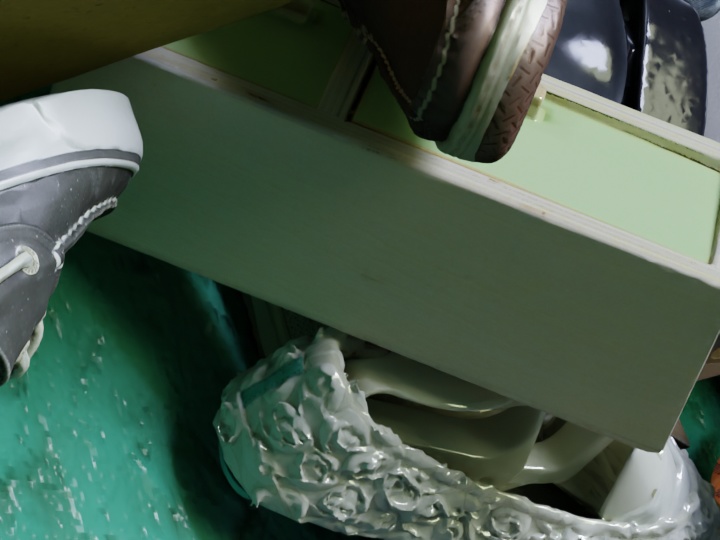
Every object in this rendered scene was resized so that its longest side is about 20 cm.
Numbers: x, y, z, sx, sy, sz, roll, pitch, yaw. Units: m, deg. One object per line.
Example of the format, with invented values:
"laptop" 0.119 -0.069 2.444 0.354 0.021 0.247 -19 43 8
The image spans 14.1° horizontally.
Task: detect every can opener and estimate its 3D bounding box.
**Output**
"can opener" 0.066 -0.112 0.954 0.078 0.063 0.201 13 67 -37

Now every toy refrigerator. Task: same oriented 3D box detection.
"toy refrigerator" 0.011 -0.028 0.847 0.199 0.070 0.076 21 35 1

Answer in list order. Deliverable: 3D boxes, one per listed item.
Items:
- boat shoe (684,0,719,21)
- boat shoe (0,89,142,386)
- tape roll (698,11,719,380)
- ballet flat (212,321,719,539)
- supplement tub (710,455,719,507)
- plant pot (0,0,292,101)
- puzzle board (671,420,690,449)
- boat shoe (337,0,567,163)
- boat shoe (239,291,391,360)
"boat shoe" 0.064 -0.140 1.045 0.071 0.091 0.201 40 24 -49
"boat shoe" -0.114 0.005 0.717 0.200 0.071 0.064 -27 93 -56
"tape roll" 0.160 -0.048 1.123 0.202 0.202 0.140 0 70 -62
"ballet flat" 0.050 0.058 0.891 0.199 0.072 0.072 13 55 -34
"supplement tub" 0.231 0.145 1.191 0.200 0.122 0.123 57 28 -20
"plant pot" -0.101 -0.148 0.733 0.200 0.193 0.196 49 29 -53
"puzzle board" 0.041 -0.038 0.990 0.151 0.017 0.201 31 32 -58
"boat shoe" 0.009 -0.092 0.812 0.074 0.075 0.203 16 23 -10
"boat shoe" 0.000 -0.002 0.938 0.201 0.063 0.073 64 26 -7
